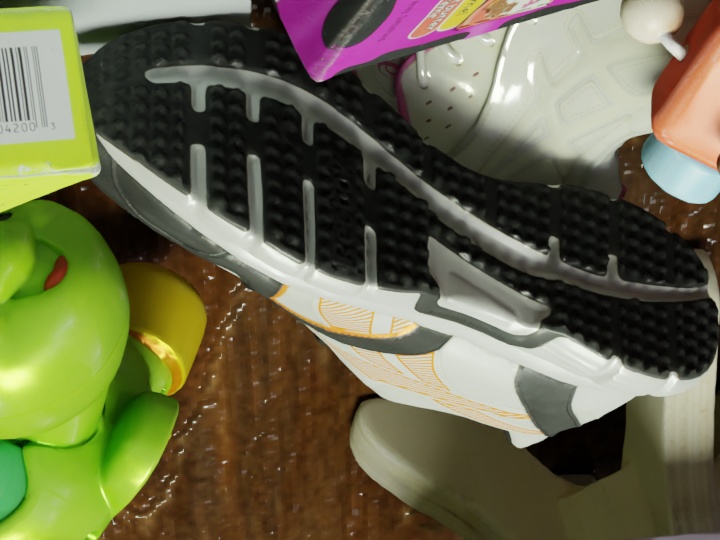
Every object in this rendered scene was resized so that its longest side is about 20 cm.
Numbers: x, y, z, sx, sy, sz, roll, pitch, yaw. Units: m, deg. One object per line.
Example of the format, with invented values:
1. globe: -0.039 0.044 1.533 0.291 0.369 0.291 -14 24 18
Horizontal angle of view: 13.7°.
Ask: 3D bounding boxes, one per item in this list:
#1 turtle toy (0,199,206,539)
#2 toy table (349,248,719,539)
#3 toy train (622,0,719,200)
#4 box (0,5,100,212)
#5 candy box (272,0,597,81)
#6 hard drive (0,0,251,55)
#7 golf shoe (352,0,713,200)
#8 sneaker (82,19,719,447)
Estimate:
1. turtle toy: -0.115 0.049 0.882 0.101 0.146 0.200 31 142 -14
2. toy table: 0.099 0.093 1.025 0.200 0.117 0.184 7 139 -25
3. toy train: 0.165 -0.065 0.740 0.150 0.056 0.200 30 123 -14
4. box: -0.165 -0.023 0.772 0.122 0.048 0.200 -6 174 -32
5. candy box: 0.085 -0.115 0.605 0.200 0.061 0.136 -17 165 -30
6. hard drive: -0.127 -0.068 0.763 0.200 0.027 0.132 -10 175 -3
7. golf shoe: 0.049 -0.066 0.837 0.091 0.075 0.200 7 138 -21
8. sneaker: 0.000 0.000 0.823 0.200 0.074 0.080 26 140 -24
